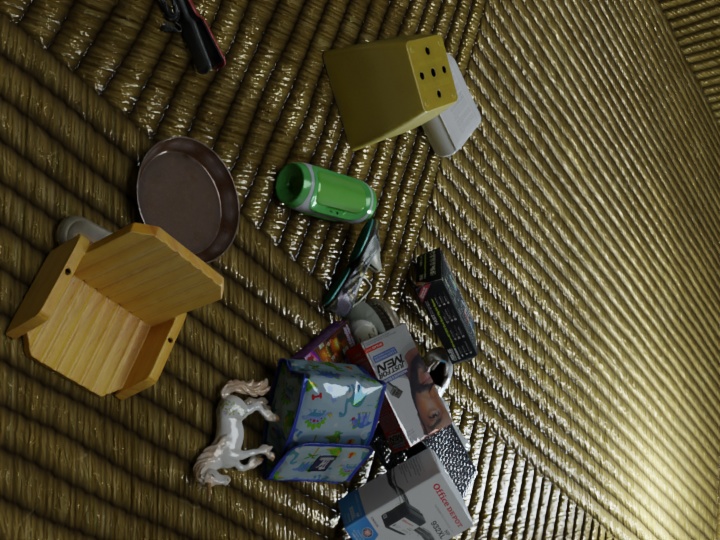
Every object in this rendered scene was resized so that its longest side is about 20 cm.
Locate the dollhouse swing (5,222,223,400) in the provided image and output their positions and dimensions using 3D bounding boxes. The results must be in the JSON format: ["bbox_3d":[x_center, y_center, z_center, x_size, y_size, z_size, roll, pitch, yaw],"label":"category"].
[{"bbox_3d":[-0.311,0.060,1.093,0.200,0.175,0.183,44,54,-39],"label":"dollhouse swing"}]

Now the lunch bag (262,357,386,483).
[{"bbox_3d":[-0.067,0.261,1.378,0.169,0.127,0.201,11,100,-32],"label":"lunch bag"}]

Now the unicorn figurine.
[{"bbox_3d":[-0.197,0.268,1.289,0.137,0.074,0.201,14,59,-36],"label":"unicorn figurine"}]

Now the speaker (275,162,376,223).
[{"bbox_3d":[-0.060,-0.139,1.503,0.199,0.088,0.089,11,76,-49],"label":"speaker"}]

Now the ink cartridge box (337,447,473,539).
[{"bbox_3d":[0.082,0.438,1.485,0.146,0.199,0.084,59,2,-24],"label":"ink cartridge box"}]

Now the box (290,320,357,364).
[{"bbox_3d":[-0.038,0.212,1.503,0.137,0.039,0.201,-38,113,-45],"label":"box"}]

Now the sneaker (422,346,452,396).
[{"bbox_3d":[0.159,0.206,1.666,0.075,0.087,0.200,24,31,0],"label":"sneaker"}]

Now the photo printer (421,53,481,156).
[{"bbox_3d":[0.184,-0.381,1.846,0.201,0.069,0.167,59,45,-24],"label":"photo printer"}]

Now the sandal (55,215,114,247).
[{"bbox_3d":[-0.338,-0.019,1.172,0.200,0.054,0.081,33,60,-42],"label":"sandal"}]

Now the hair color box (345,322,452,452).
[{"bbox_3d":[0.069,0.209,1.474,0.110,0.064,0.201,-21,83,-36],"label":"hair color box"}]

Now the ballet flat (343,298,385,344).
[{"bbox_3d":[0.025,0.146,1.549,0.064,0.067,0.201,-79,144,-76],"label":"ballet flat"}]

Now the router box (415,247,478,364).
[{"bbox_3d":[0.180,0.074,1.726,0.150,0.062,0.201,-79,145,-64],"label":"router box"}]

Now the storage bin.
[{"bbox_3d":[0.123,0.362,1.596,0.094,0.135,0.201,-49,120,-42],"label":"storage bin"}]

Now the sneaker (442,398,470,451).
[{"bbox_3d":[0.175,0.318,1.713,0.200,0.075,0.100,42,54,-37],"label":"sneaker"}]

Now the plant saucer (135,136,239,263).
[{"bbox_3d":[-0.273,-0.107,1.278,0.200,0.034,0.202,12,74,-49],"label":"plant saucer"}]

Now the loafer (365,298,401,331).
[{"bbox_3d":[0.060,0.141,1.611,0.201,0.076,0.067,66,21,-12],"label":"loafer"}]

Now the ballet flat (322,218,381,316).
[{"bbox_3d":[0.000,0.000,1.541,0.072,0.072,0.201,42,68,-38],"label":"ballet flat"}]

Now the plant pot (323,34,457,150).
[{"bbox_3d":[0.075,-0.372,1.632,0.200,0.176,0.201,-29,105,-49],"label":"plant pot"}]

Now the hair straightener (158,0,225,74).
[{"bbox_3d":[-0.286,-0.409,1.309,0.077,0.041,0.201,-39,113,-46],"label":"hair straightener"}]
